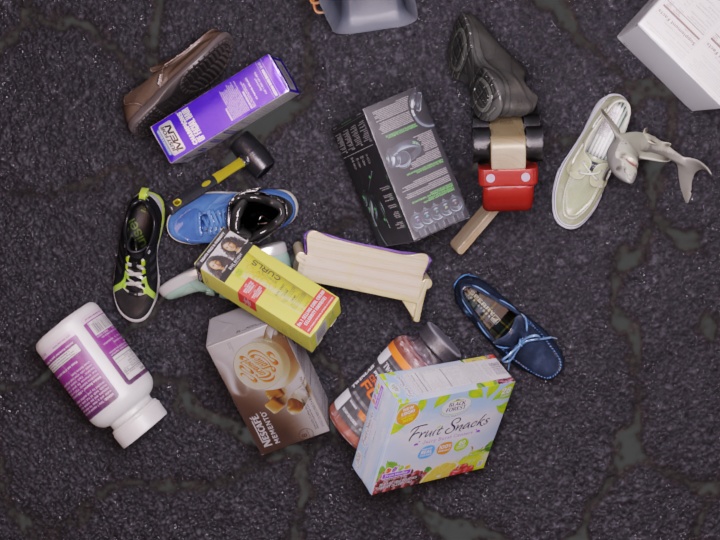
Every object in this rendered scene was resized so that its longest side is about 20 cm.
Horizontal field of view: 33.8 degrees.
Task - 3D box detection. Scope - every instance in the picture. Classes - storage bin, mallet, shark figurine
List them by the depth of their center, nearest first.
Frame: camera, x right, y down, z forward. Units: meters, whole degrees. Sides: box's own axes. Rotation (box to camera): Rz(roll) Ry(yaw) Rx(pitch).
[{"bbox_3d":[-0.003,-0.416,1.613,0.143,0.200,0.137,-7,85,6],"label":"storage bin"},{"bbox_3d":[0.379,-0.148,1.633,0.090,0.212,0.129,-54,56,32],"label":"shark figurine"},{"bbox_3d":[-0.208,-0.139,1.673,0.066,0.199,0.041,54,140,7],"label":"mallet"}]

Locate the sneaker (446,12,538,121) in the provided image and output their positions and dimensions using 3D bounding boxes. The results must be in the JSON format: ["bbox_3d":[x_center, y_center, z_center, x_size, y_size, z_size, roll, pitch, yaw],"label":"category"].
[{"bbox_3d":[0.181,-0.278,1.637,0.089,0.202,0.076,0,141,-25],"label":"sneaker"}]

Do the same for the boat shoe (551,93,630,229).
[{"bbox_3d":[0.323,-0.155,1.671,0.071,0.062,0.203,21,98,2],"label":"boat shoe"}]

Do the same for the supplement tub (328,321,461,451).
[{"bbox_3d":[0.053,0.168,1.711,0.107,0.107,0.200,43,98,-1],"label":"supplement tub"}]

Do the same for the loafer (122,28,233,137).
[{"bbox_3d":[-0.269,-0.282,1.703,0.199,0.073,0.071,-41,70,0],"label":"loafer"}]

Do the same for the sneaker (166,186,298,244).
[{"bbox_3d":[-0.192,-0.076,1.702,0.196,0.111,0.078,-6,96,6],"label":"sneaker"}]

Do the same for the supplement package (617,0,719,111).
[{"bbox_3d":[0.444,-0.305,1.573,0.156,0.200,0.111,43,99,-1],"label":"supplement package"}]

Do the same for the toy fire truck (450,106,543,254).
[{"bbox_3d":[0.185,-0.114,1.642,0.126,0.176,0.203,-1,111,5],"label":"toy fire truck"}]

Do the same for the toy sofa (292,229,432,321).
[{"bbox_3d":[0.000,0.000,1.689,0.196,0.083,0.099,11,100,-8],"label":"toy sofa"}]

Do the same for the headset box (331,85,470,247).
[{"bbox_3d":[0.055,-0.131,1.633,0.092,0.174,0.203,-23,94,-15],"label":"headset box"}]

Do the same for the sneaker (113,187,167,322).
[{"bbox_3d":[-0.332,-0.022,1.735,0.070,0.083,0.204,7,97,4],"label":"sneaker"}]

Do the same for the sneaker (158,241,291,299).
[{"bbox_3d":[-0.190,0.041,1.729,0.197,0.074,0.120,-16,96,0],"label":"sneaker"}]

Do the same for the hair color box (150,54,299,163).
[{"bbox_3d":[-0.190,-0.229,1.685,0.198,0.109,0.065,-32,93,7],"label":"hair color box"}]

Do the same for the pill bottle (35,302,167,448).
[{"bbox_3d":[-0.377,0.157,1.745,0.112,0.112,0.201,-36,92,8],"label":"pill bottle"}]

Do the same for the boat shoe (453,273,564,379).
[{"bbox_3d":[0.208,0.091,1.707,0.199,0.069,0.085,36,98,0],"label":"boat shoe"}]

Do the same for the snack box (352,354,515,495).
[{"bbox_3d":[0.101,0.213,1.652,0.197,0.068,0.171,-7,128,-32],"label":"snack box"}]

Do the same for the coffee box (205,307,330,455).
[{"bbox_3d":[-0.130,0.151,1.704,0.113,0.080,0.202,-19,118,7],"label":"coffee box"}]

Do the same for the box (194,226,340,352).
[{"bbox_3d":[-0.127,0.025,1.614,0.198,0.050,0.076,32,68,17],"label":"box"}]
